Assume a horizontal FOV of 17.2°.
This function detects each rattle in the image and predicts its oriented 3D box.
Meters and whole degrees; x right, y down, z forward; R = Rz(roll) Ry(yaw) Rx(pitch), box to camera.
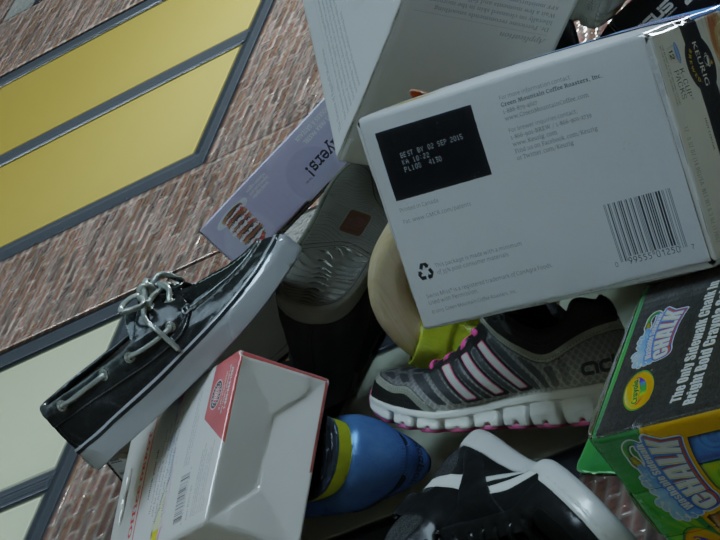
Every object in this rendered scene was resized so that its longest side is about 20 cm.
[{"bbox_3d":[0.067,-0.042,1.555,0.130,0.200,0.143,-7,19,22],"label":"rattle"}]

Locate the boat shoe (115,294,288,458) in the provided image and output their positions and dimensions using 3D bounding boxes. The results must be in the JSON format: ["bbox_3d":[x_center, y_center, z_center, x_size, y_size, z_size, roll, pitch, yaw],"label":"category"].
[{"bbox_3d":[-0.113,0.050,1.681,0.200,0.073,0.063,-39,29,9],"label":"boat shoe"}]

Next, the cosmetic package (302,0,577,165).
[{"bbox_3d":[0.054,-0.201,1.616,0.199,0.123,0.200,-102,28,-46],"label":"cosmetic package"}]

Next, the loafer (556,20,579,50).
[{"bbox_3d":[0.130,-0.107,1.668,0.068,0.070,0.201,-23,52,39],"label":"loafer"}]

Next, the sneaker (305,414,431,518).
[{"bbox_3d":[-0.020,0.133,1.552,0.200,0.078,0.066,160,116,-64],"label":"sneaker"}]

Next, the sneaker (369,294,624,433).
[{"bbox_3d":[0.088,0.054,1.470,0.200,0.088,0.074,-6,-3,42],"label":"sneaker"}]

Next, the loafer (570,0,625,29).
[{"bbox_3d":[0.181,-0.227,1.660,0.070,0.070,0.200,-63,-3,28],"label":"loafer"}]

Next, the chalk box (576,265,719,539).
[{"bbox_3d":[0.209,0.077,1.252,0.200,0.124,0.125,-17,32,39],"label":"chalk box"}]

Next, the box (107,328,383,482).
[{"bbox_3d":[-0.075,0.064,1.745,0.200,0.048,0.193,-17,29,37],"label":"box"}]

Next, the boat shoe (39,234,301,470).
[{"bbox_3d":[-0.125,0.038,1.531,0.199,0.068,0.074,-44,7,16],"label":"boat shoe"}]

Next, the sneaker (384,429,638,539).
[{"bbox_3d":[0.078,0.163,1.351,0.112,0.073,0.200,-45,17,-9],"label":"sneaker"}]

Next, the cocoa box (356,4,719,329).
[{"bbox_3d":[0.127,-0.060,1.354,0.200,0.134,0.131,-14,5,36],"label":"cocoa box"}]

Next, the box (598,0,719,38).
[{"bbox_3d":[0.242,-0.200,1.698,0.200,0.049,0.161,-44,-6,-13],"label":"box"}]

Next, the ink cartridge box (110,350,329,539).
[{"bbox_3d":[-0.097,0.138,1.535,0.200,0.067,0.117,-33,42,60],"label":"ink cartridge box"}]

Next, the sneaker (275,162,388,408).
[{"bbox_3d":[0.000,0.000,1.633,0.075,0.106,0.200,23,47,20],"label":"sneaker"}]

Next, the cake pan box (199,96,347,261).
[{"bbox_3d":[-0.036,-0.086,1.801,0.200,0.052,0.184,-47,4,2],"label":"cake pan box"}]
